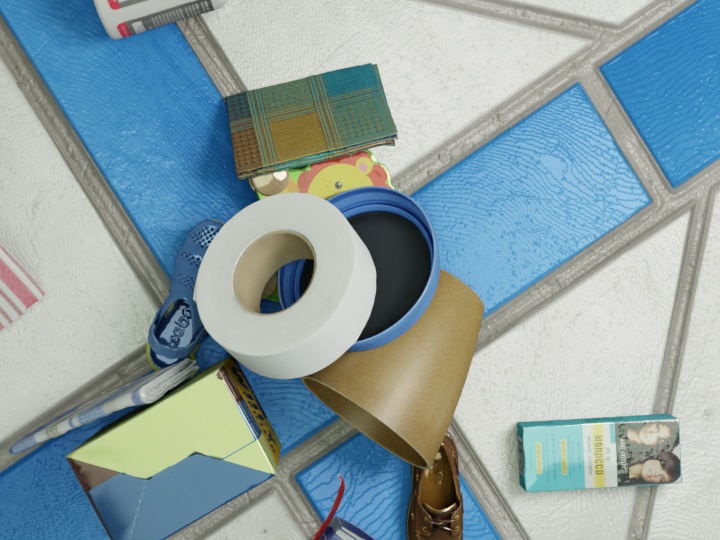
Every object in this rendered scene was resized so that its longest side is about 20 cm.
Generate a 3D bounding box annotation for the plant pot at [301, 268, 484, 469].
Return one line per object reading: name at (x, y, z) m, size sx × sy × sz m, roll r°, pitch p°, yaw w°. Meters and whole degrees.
plant pot at (0.058, 0.100, 1.443) m, size 0.185 × 0.186 × 0.201 m, roll 34°, pitch 77°, yaw -2°

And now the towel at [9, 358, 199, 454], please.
towel at (-0.297, 0.160, 1.409) m, size 0.198 × 0.147 × 0.024 m, roll -24°, pitch 93°, yaw 19°

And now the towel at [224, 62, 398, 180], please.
towel at (-0.061, -0.183, 1.463) m, size 0.197 × 0.022 × 0.148 m, roll -13°, pitch 49°, yaw 0°

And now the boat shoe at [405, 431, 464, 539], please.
boat shoe at (0.093, 0.298, 1.488) m, size 0.071 × 0.068 × 0.204 m, roll -2°, pitch 91°, yaw -2°

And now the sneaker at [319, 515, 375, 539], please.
sneaker at (0.013, 0.408, 1.480) m, size 0.199 × 0.081 × 0.115 m, roll 42°, pitch 87°, yaw -3°

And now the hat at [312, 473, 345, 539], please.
hat at (-0.057, 0.379, 1.471) m, size 0.165 × 0.199 × 0.177 m, roll 40°, pitch 58°, yaw -19°

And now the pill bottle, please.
pill bottle at (-0.223, -0.358, 1.451) m, size 0.197 × 0.111 × 0.112 m, roll -17°, pitch 91°, yaw -2°

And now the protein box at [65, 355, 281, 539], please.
protein box at (-0.209, 0.212, 1.411) m, size 0.197 × 0.200 × 0.136 m, roll -29°, pitch 92°, yaw -1°

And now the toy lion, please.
toy lion at (-0.050, -0.057, 1.489) m, size 0.188 × 0.069 × 0.204 m, roll 8°, pitch 90°, yaw -10°

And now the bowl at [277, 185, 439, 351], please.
bowl at (0.000, 0.000, 1.396) m, size 0.198 × 0.039 × 0.204 m, roll -11°, pitch 60°, yaw 19°

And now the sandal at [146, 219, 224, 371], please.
sandal at (-0.206, 0.035, 1.468) m, size 0.078 × 0.087 × 0.203 m, roll 18°, pitch 88°, yaw 0°

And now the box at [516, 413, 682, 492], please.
box at (0.297, 0.227, 1.504) m, size 0.196 × 0.049 × 0.084 m, roll -3°, pitch 91°, yaw -2°

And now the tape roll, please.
tape roll at (-0.085, 0.016, 1.359) m, size 0.199 × 0.071 × 0.205 m, roll -10°, pitch 61°, yaw 19°

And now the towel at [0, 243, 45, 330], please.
towel at (-0.500, 0.038, 1.449) m, size 0.199 × 0.030 × 0.147 m, roll -38°, pitch 129°, yaw -5°
